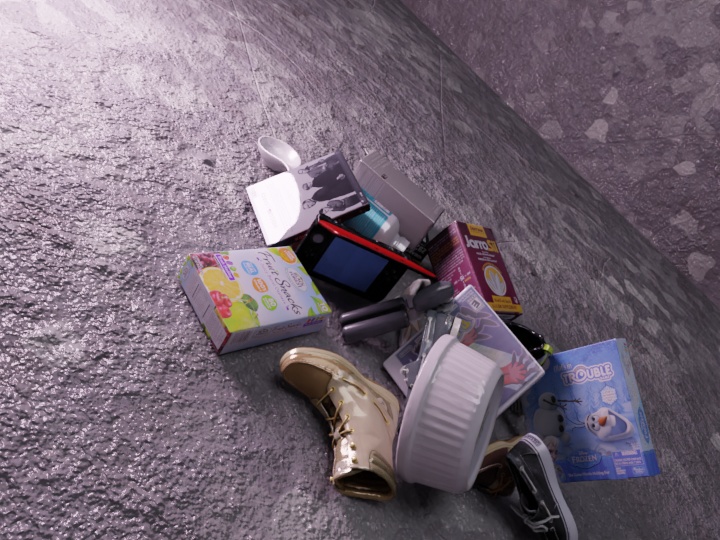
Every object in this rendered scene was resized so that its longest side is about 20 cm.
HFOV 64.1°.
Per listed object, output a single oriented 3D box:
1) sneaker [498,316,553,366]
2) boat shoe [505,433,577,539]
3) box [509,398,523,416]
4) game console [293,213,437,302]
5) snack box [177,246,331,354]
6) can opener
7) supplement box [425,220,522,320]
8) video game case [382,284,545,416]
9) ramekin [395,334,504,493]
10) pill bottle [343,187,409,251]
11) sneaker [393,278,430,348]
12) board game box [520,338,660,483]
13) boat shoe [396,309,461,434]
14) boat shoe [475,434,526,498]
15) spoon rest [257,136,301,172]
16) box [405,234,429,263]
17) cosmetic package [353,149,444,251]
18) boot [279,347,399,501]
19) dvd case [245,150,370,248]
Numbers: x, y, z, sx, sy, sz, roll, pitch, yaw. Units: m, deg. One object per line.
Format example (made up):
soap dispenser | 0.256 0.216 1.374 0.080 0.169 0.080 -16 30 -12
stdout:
sneaker | 0.232 0.100 0.980 0.194 0.084 0.073 19 66 21
boat shoe | 0.264 0.346 0.851 0.067 0.205 0.073 -27 20 -21
box | 0.249 0.176 1.084 0.198 0.069 0.083 37 32 -3
game console | 0.000 0.000 0.954 0.195 0.174 0.121 23 36 -23
snack box | -0.155 0.036 0.865 0.197 0.053 0.144 -6 54 -49
can opener | 0.058 0.059 0.935 0.193 0.068 0.054 -16 45 1
supplement box | 0.234 0.017 1.195 0.128 0.103 0.206 5 58 -40
video game case | 0.162 0.157 0.922 0.183 0.199 0.023 50 -1 19
ramekin | 0.128 0.199 0.778 0.092 0.209 0.201 16 25 23
pill bottle | 0.001 -0.090 1.121 0.199 0.112 0.111 40 32 3
sneaker | 0.111 0.097 1.020 0.074 0.093 0.204 14 39 -29
board game box | 0.360 0.235 0.941 0.042 0.198 0.206 7 67 -39
boat shoe | 0.093 0.157 0.885 0.060 0.205 0.073 23 -12 9
boat shoe | 0.216 0.310 0.888 0.196 0.072 0.073 4 49 -44
spoon rest | -0.154 -0.209 1.160 0.097 0.061 0.204 13 42 -35
box | 0.077 -0.126 1.300 0.157 0.050 0.203 28 34 -21
cosmetic package | 0.071 -0.146 1.194 0.198 0.091 0.107 37 29 3
boot | -0.030 0.204 0.768 0.197 0.073 0.158 35 32 -19
dvd case | -0.097 -0.129 1.040 0.195 0.025 0.153 -23 56 -7
